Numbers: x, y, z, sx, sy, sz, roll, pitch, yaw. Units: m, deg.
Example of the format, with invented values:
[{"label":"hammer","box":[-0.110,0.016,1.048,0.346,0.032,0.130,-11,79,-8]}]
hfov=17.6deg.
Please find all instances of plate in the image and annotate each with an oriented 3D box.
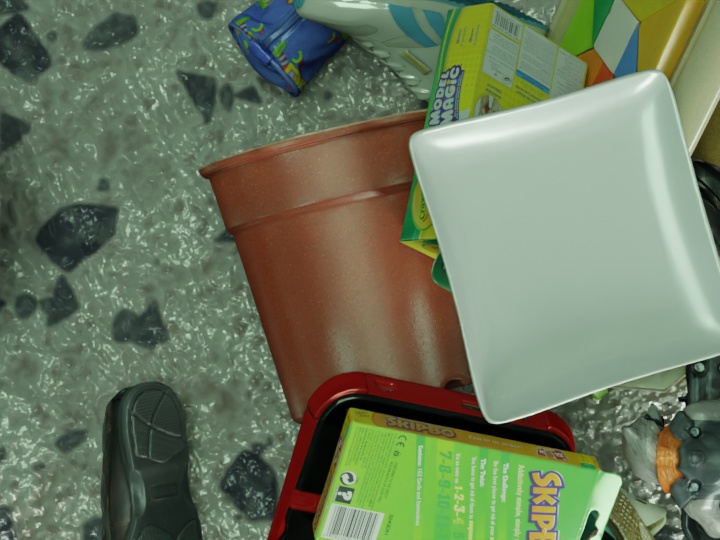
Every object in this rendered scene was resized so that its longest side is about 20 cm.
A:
[{"label":"plate","box":[0.142,-0.017,1.568,0.198,0.032,0.201,-16,89,-18]}]

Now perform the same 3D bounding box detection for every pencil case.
[{"label":"pencil case","box":[-0.013,-0.227,1.760,0.078,0.087,0.200,42,91,11]}]

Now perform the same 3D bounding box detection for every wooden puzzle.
[{"label":"wooden puzzle","box":[0.194,-0.166,1.655,0.037,0.200,0.186,9,120,-29]}]

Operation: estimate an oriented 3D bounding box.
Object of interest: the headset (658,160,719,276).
[{"label":"headset","box":[0.235,-0.015,1.661,0.198,0.094,0.124,6,66,30]}]

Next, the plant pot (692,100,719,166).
[{"label":"plant pot","box":[0.299,-0.169,1.673,0.185,0.186,0.202,19,97,10]}]

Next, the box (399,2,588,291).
[{"label":"box","box":[0.093,-0.071,1.627,0.048,0.117,0.202,-5,67,44]}]

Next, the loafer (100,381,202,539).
[{"label":"loafer","box":[-0.162,0.186,1.746,0.071,0.063,0.202,2,82,-34]}]

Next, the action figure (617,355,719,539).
[{"label":"action figure","box":[0.275,0.104,1.635,0.192,0.105,0.202,-7,83,6]}]

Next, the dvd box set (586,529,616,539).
[{"label":"dvd box set","box":[0.164,0.306,1.656,0.146,0.029,0.201,40,107,14]}]

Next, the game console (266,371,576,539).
[{"label":"game console","box":[0.042,0.166,1.630,0.198,0.031,0.178,12,113,-14]}]

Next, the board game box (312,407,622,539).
[{"label":"board game box","box":[0.074,0.159,1.599,0.198,0.030,0.096,13,113,-11]}]

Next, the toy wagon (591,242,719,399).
[{"label":"toy wagon","box":[0.188,-0.009,1.725,0.155,0.040,0.200,-40,78,1]}]

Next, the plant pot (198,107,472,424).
[{"label":"plant pot","box":[0.000,0.000,1.682,0.199,0.201,0.197,-13,88,6]}]

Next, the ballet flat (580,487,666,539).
[{"label":"ballet flat","box":[0.209,0.212,1.689,0.065,0.071,0.201,-32,81,-25]}]

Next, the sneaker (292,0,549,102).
[{"label":"sneaker","box":[0.041,-0.169,1.715,0.198,0.077,0.081,12,105,-20]}]
